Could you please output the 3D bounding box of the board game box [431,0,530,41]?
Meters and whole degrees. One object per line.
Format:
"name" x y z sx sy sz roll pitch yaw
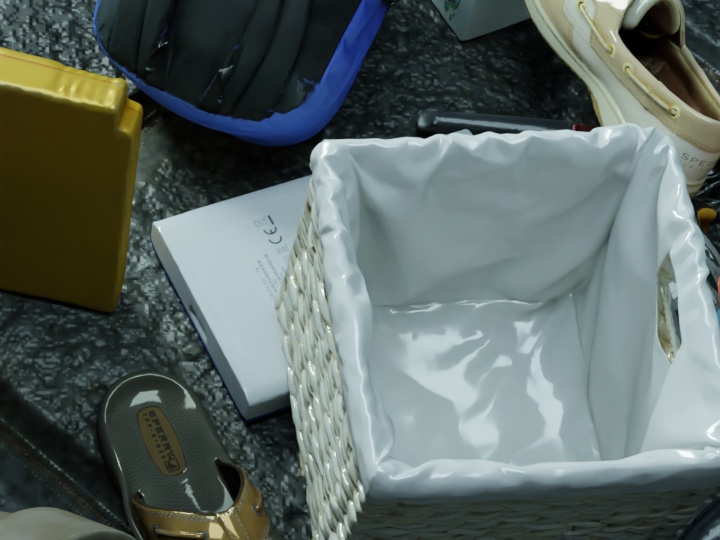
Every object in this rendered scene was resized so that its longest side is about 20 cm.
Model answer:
"board game box" 0.079 -0.253 1.770 0.147 0.064 0.200 -21 59 -24

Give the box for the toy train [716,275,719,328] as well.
"toy train" 0.244 0.018 1.568 0.200 0.056 0.150 14 59 -45

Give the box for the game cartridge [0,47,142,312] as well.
"game cartridge" -0.218 -0.059 1.502 0.200 0.176 0.032 13 53 -1

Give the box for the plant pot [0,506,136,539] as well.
"plant pot" -0.217 0.187 1.328 0.173 0.200 0.200 20 51 27

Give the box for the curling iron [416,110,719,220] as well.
"curling iron" 0.131 -0.070 1.662 0.200 0.026 0.050 15 49 2

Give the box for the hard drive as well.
"hard drive" 0.000 0.000 1.589 0.200 0.025 0.132 -17 58 -21

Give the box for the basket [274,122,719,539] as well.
"basket" 0.070 0.049 1.461 0.200 0.161 0.198 -3 63 -13

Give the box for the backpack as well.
"backpack" -0.048 -0.171 1.627 0.162 0.168 0.200 23 85 13

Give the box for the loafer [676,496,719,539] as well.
"loafer" 0.227 0.141 1.493 0.200 0.068 0.070 -32 58 -33

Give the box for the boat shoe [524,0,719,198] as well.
"boat shoe" 0.157 -0.135 1.626 0.074 0.069 0.200 -1 52 -42

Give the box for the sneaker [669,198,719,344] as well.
"sneaker" 0.176 0.027 1.569 0.077 0.078 0.200 3 52 -15

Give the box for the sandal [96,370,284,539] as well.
"sandal" -0.078 0.124 1.464 0.082 0.055 0.200 -15 57 -20
